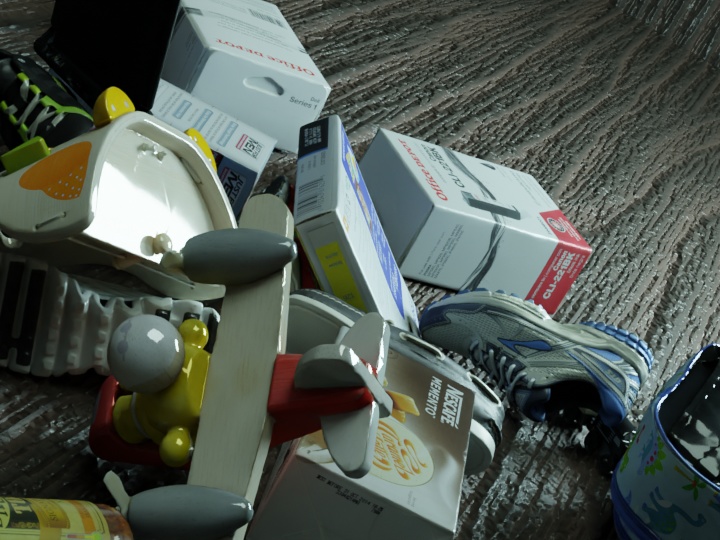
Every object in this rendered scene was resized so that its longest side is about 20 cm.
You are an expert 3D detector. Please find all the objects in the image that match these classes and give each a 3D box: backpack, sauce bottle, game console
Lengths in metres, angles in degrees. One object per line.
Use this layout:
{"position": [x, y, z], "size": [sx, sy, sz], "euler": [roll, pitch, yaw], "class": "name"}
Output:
{"position": [0.283, 0.172, 1.240], "size": [0.183, 0.148, 0.200], "euler": [37, 29, 17], "class": "backpack"}
{"position": [-0.211, 0.145, 0.820], "size": [0.199, 0.066, 0.066], "euler": [10, 29, -41], "class": "sauce bottle"}
{"position": [-0.163, -0.162, 1.252], "size": [0.176, 0.116, 0.200], "euler": [47, -3, -40], "class": "game console"}

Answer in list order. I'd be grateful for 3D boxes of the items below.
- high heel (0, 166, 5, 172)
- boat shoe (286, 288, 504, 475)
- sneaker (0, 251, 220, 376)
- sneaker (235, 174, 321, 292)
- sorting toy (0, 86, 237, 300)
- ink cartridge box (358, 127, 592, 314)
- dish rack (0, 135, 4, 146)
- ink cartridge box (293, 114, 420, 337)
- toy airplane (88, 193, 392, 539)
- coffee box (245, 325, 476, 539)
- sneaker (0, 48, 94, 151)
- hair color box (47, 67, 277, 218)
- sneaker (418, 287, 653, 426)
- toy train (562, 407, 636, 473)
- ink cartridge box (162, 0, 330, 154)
{"position": [-0.171, -0.066, 1.296], "size": [0.199, 0.072, 0.143], "euler": [23, 28, 9], "class": "high heel"}
{"position": [0.024, 0.072, 1.211], "size": [0.199, 0.074, 0.060], "euler": [34, 44, -6], "class": "boat shoe"}
{"position": [-0.192, 0.034, 1.089], "size": [0.199, 0.076, 0.081], "euler": [16, 3, -19], "class": "sneaker"}
{"position": [-0.061, -0.003, 1.329], "size": [0.085, 0.077, 0.201], "euler": [40, 21, -27], "class": "sneaker"}
{"position": [-0.203, -0.038, 1.085], "size": [0.200, 0.179, 0.108], "euler": [26, 54, -63], "class": "sorting toy"}
{"position": [0.101, -0.047, 1.570], "size": [0.199, 0.084, 0.145], "euler": [13, 28, -33], "class": "ink cartridge box"}
{"position": [-0.385, -0.129, 1.220], "size": [0.199, 0.044, 0.172], "euler": [2, 36, -49], "class": "dish rack"}
{"position": [0.000, 0.000, 1.317], "size": [0.198, 0.047, 0.201], "euler": [-94, 165, -64], "class": "ink cartridge box"}
{"position": [-0.080, 0.068, 0.937], "size": [0.141, 0.200, 0.200], "euler": [34, 8, -36], "class": "toy airplane"}
{"position": [0.006, 0.130, 1.088], "size": [0.114, 0.080, 0.200], "euler": [28, 22, -2], "class": "coffee box"}
{"position": [-0.248, -0.114, 1.201], "size": [0.083, 0.072, 0.200], "euler": [41, 0, -30], "class": "sneaker"}
{"position": [-0.180, -0.123, 1.428], "size": [0.199, 0.061, 0.099], "euler": [27, 23, -4], "class": "hair color box"}
{"position": [0.139, 0.076, 1.353], "size": [0.198, 0.077, 0.086], "euler": [13, 61, 14], "class": "sneaker"}
{"position": [0.188, 0.103, 1.407], "size": [0.034, 0.046, 0.200], "euler": [13, 27, -33], "class": "toy train"}
{"position": [-0.133, -0.215, 1.644], "size": [0.145, 0.085, 0.200], "euler": [15, 26, -29], "class": "ink cartridge box"}
